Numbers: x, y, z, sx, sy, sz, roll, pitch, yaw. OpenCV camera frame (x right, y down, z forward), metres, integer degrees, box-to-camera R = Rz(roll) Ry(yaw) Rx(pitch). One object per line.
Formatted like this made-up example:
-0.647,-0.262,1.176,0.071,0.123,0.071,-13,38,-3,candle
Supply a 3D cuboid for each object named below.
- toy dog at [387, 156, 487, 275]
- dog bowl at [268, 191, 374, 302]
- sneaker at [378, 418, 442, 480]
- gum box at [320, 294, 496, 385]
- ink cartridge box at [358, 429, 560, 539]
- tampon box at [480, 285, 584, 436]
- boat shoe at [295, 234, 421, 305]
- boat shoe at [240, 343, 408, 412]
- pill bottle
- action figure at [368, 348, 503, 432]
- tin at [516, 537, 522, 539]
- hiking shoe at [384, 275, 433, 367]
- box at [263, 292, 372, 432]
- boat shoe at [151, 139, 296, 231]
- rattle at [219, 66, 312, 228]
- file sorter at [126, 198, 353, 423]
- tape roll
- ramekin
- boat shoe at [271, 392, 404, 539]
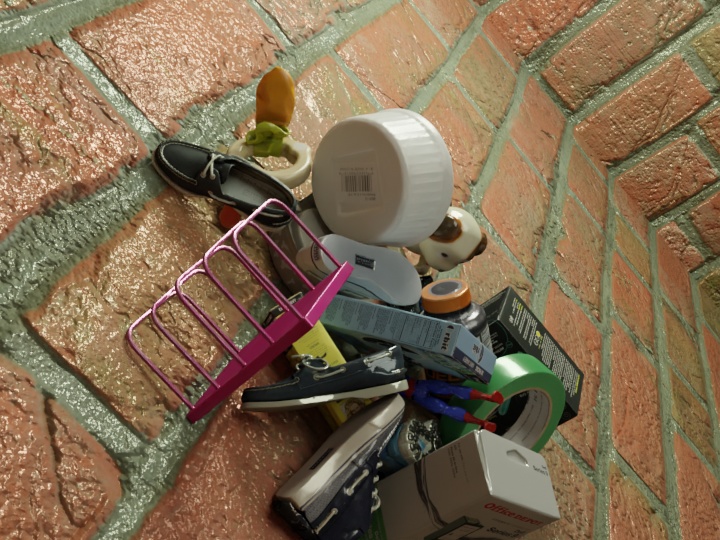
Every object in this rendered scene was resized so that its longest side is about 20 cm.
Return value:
0.119,-0.078,1.430,0.139,0.194,0.200,36,10,-44,toy dog
-0.050,-0.019,1.278,0.200,0.059,0.201,37,33,-30,dog bowl
0.056,0.235,1.142,0.200,0.090,0.079,44,33,-63,sneaker
0.060,0.089,1.156,0.170,0.199,0.045,40,67,-60,gum box
0.112,0.281,1.048,0.146,0.200,0.084,27,39,-39,ink cartridge box
0.238,0.160,1.419,0.200,0.150,0.126,50,30,-8,tampon box
0.000,0.000,1.203,0.200,0.065,0.074,27,63,-38,boat shoe
-0.043,0.125,1.025,0.075,0.199,0.062,125,-43,-80,boat shoe
0.139,0.115,1.285,0.106,0.106,0.201,-55,136,-60,pill bottle
0.077,0.157,1.167,0.099,0.199,0.066,30,75,-54,action figure
0.185,0.309,1.221,0.200,0.042,0.112,43,70,-43,tin
0.076,0.071,1.379,0.200,0.074,0.087,-53,131,-63,hiking shoe
-0.046,0.128,1.102,0.050,0.075,0.200,-32,85,-20,box
-0.173,-0.121,1.144,0.199,0.060,0.076,23,67,-12,boat shoe
-0.134,-0.166,1.216,0.130,0.143,0.200,33,39,3,rattle
-0.134,0.037,0.951,0.125,0.200,0.139,47,29,-7,file sorter
0.201,0.214,1.255,0.200,0.201,0.048,23,14,-43,tape roll
0.023,-0.128,1.249,0.098,0.200,0.201,-11,68,-50,ramekin
-0.004,0.234,1.008,0.200,0.075,0.093,-40,100,-27,boat shoe
